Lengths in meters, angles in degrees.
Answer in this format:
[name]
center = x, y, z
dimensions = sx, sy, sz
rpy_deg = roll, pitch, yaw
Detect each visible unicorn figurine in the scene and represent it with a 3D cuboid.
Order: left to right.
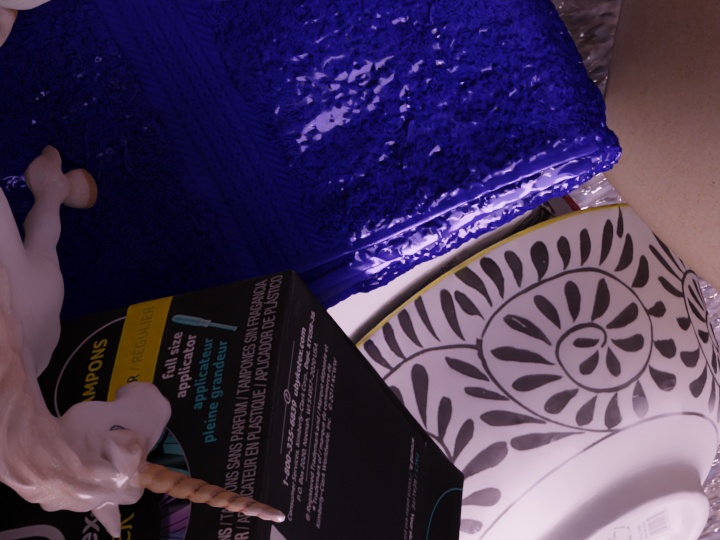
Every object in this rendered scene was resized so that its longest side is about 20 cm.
[unicorn figurine]
center = -0.109, -0.010, 0.750
dimensions = 0.074, 0.138, 0.200
rpy_deg = -38, 107, 19

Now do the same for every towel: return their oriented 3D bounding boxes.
[towel]
center = -0.031, -0.049, 0.838
dimensions = 0.199, 0.148, 0.050
rpy_deg = -28, -162, 6

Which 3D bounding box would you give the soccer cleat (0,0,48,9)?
[soccer cleat]
center = -0.078, -0.147, 0.697
dimensions = 0.077, 0.070, 0.200
rpy_deg = 11, 141, -23

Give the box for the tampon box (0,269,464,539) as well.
[tampon box]
center = -0.086, 0.110, 0.810
dimensions = 0.199, 0.151, 0.126
rpy_deg = -13, 140, 23

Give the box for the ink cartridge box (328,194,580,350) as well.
[ink cartridge box]
center = 0.000, 0.000, 0.986
dimensions = 0.145, 0.084, 0.200
rpy_deg = -40, 151, 9

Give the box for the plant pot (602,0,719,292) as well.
[plant pot]
center = 0.157, -0.069, 0.926
dimensions = 0.134, 0.201, 0.201
rpy_deg = 12, 154, 8

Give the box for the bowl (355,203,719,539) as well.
[bowl]
center = 0.070, 0.078, 0.993
dimensions = 0.200, 0.094, 0.201
rpy_deg = -27, 152, -16
